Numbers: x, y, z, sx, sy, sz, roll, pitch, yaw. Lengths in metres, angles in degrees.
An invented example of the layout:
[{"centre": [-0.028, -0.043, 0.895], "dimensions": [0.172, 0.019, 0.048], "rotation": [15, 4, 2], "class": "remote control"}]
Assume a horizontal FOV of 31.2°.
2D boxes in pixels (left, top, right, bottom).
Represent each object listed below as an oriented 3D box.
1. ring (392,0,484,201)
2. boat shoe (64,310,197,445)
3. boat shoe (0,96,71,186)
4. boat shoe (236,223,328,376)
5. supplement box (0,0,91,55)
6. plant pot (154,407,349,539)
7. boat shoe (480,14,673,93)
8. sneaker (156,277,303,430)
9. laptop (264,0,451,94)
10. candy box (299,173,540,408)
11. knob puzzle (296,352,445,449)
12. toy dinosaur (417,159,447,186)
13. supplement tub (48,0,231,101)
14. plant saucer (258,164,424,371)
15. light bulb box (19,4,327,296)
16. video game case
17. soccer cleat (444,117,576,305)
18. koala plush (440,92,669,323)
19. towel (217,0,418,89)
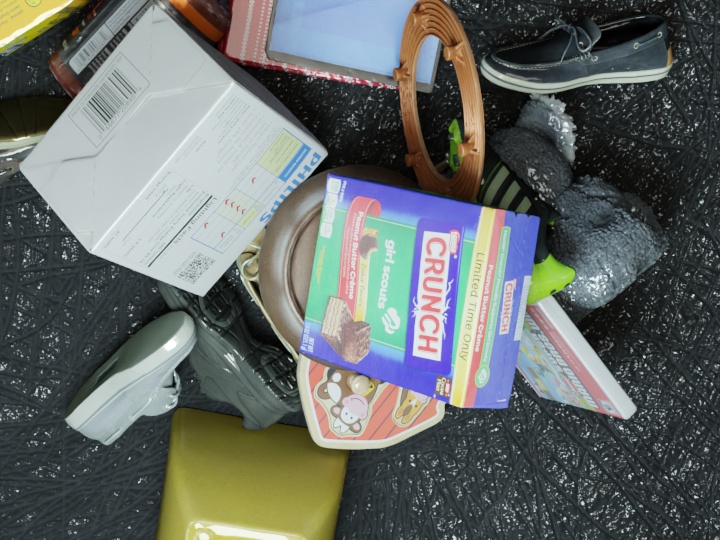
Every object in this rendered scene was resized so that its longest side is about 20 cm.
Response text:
[{"centre": [0.067, -0.148, 1.183], "dimensions": [0.019, 0.200, 0.204], "rotation": [-10, 102, -17], "class": "ring"}, {"centre": [-0.217, 0.112, 1.299], "dimensions": [0.071, 0.070, 0.200], "rotation": [39, 125, -20], "class": "boat shoe"}, {"centre": [-0.367, -0.116, 1.271], "dimensions": [0.198, 0.072, 0.067], "rotation": [-16, 131, -12], "class": "boat shoe"}, {"centre": [-0.076, 0.013, 1.307], "dimensions": [0.073, 0.063, 0.202], "rotation": [-29, 101, 3], "class": "boat shoe"}, {"centre": [-0.355, -0.313, 1.207], "dimensions": [0.109, 0.109, 0.202], "rotation": [-30, 101, 4], "class": "supplement box"}, {"centre": [-0.115, 0.272, 1.288], "dimensions": [0.191, 0.200, 0.199], "rotation": [9, 100, -4], "class": "plant pot"}, {"centre": [0.213, -0.217, 1.266], "dimensions": [0.197, 0.075, 0.063], "rotation": [-6, 126, -8], "class": "boat shoe"}, {"centre": [-0.147, 0.082, 1.314], "dimensions": [0.091, 0.076, 0.201], "rotation": [-40, 88, 33], "class": "sneaker"}, {"centre": [0.012, -0.282, 1.214], "dimensions": [0.174, 0.201, 0.105], "rotation": [10, 61, -7], "class": "laptop"}, {"centre": [0.049, 0.015, 1.139], "dimensions": [0.076, 0.198, 0.172], "rotation": [2, 99, -49], "class": "candy box"}, {"centre": [0.022, 0.099, 1.302], "dimensions": [0.217, 0.030, 0.223], "rotation": [-7, 108, -22], "class": "knob puzzle"}, {"centre": [0.033, -0.039, 1.317], "dimensions": [0.100, 0.058, 0.203], "rotation": [12, 104, -21], "class": "toy dinosaur"}, {"centre": [-0.196, -0.233, 1.230], "dimensions": [0.200, 0.107, 0.107], "rotation": [-44, 100, 7], "class": "supplement tub"}, {"centre": [0.000, 0.000, 1.247], "dimensions": [0.197, 0.032, 0.204], "rotation": [-1, 95, -7], "class": "plant saucer"}, {"centre": [-0.167, -0.103, 1.197], "dimensions": [0.199, 0.200, 0.125], "rotation": [-48, 65, 6], "class": "light bulb box"}, {"centre": [0.180, 0.077, 1.264], "dimensions": [0.017, 0.200, 0.144], "rotation": [-40, 100, -11], "class": "video game case"}, {"centre": [0.134, -0.058, 1.188], "dimensions": [0.080, 0.068, 0.202], "rotation": [-13, 61, -11], "class": "soccer cleat"}, {"centre": [0.185, -0.059, 1.262], "dimensions": [0.177, 0.184, 0.201], "rotation": [-37, 88, 3], "class": "koala plush"}, {"centre": [-0.036, -0.265, 1.276], "dimensions": [0.197, 0.022, 0.147], "rotation": [9, 99, -6], "class": "towel"}]
